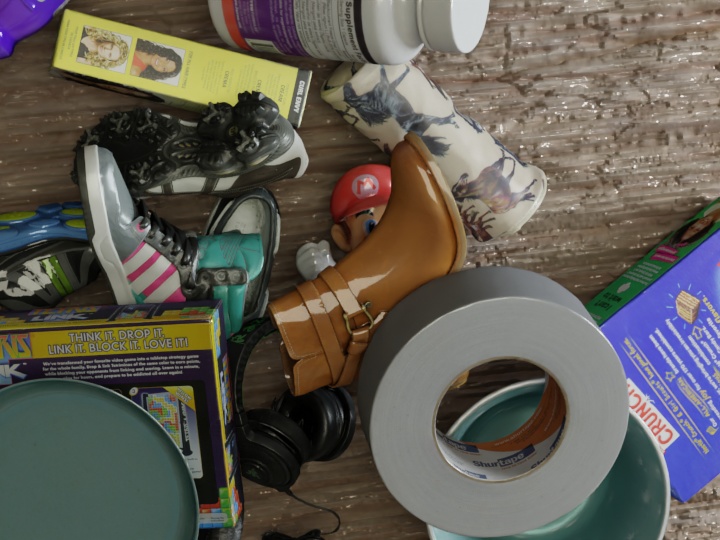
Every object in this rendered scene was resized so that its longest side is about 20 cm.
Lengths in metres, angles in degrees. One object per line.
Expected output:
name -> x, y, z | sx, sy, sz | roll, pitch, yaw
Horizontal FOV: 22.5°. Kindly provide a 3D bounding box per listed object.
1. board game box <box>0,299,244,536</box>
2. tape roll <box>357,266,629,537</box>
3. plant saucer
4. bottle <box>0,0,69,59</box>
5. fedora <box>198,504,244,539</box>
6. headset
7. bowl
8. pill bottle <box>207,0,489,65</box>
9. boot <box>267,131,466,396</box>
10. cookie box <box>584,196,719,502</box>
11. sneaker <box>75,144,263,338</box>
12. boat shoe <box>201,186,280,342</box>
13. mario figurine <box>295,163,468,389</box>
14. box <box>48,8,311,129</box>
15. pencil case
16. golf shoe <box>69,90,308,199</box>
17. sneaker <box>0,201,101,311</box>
board game box -> -0.195, 0.111, 1.358 | 0.199, 0.057, 0.166 | -3, 103, 7
tape roll -> 0.100, 0.100, 1.378 | 0.200, 0.066, 0.201 | -4, 113, -9
plant saucer -> -0.214, 0.171, 1.333 | 0.199, 0.027, 0.201 | 1, 104, 6
bottle -> -0.260, -0.225, 1.405 | 0.200, 0.084, 0.065 | -46, 122, -4
fedora -> -0.179, 0.211, 1.443 | 0.200, 0.092, 0.201 | -2, 73, 7
headset -> -0.067, 0.136, 1.469 | 0.123, 0.094, 0.201 | -27, 105, -49
bowl -> 0.147, 0.177, 1.500 | 0.200, 0.105, 0.201 | -1, 99, -4
pill bottle -> -0.007, -0.217, 1.397 | 0.199, 0.111, 0.112 | 9, 94, 22
boot -> 0.000, 0.000, 1.391 | 0.155, 0.077, 0.200 | -16, 127, -10
cookie box -> 0.289, 0.065, 1.541 | 0.200, 0.075, 0.171 | -38, 101, -6
sneaker -> -0.136, -0.018, 1.374 | 0.120, 0.084, 0.200 | -15, 125, 1
boat shoe -> -0.115, 0.026, 1.466 | 0.075, 0.060, 0.201 | 12, 92, -12
mario figurine -> 0.027, 0.011, 1.467 | 0.123, 0.106, 0.201 | -30, 111, -42
box -> -0.144, -0.156, 1.439 | 0.199, 0.075, 0.050 | 12, 88, -11
pencil case -> 0.059, -0.111, 1.479 | 0.200, 0.089, 0.078 | 42, 106, -11
golf shoe -> -0.134, -0.082, 1.427 | 0.199, 0.094, 0.078 | -3, 68, 29
sneaker -> -0.248, -0.005, 1.442 | 0.199, 0.071, 0.083 | -8, 116, -12
